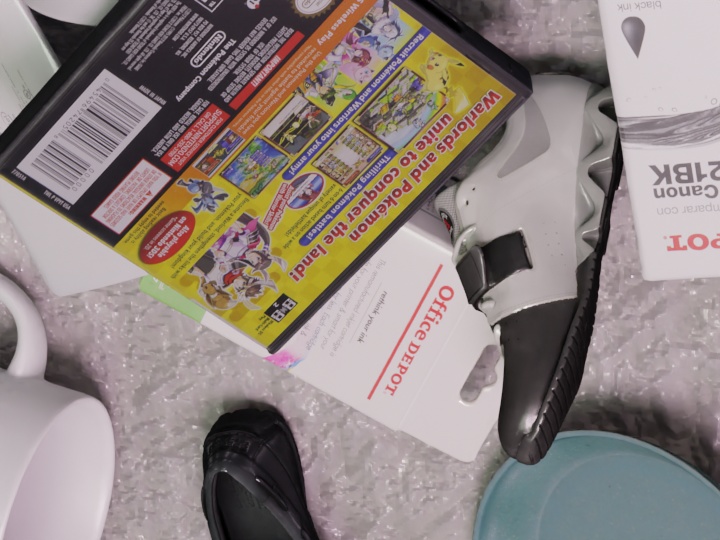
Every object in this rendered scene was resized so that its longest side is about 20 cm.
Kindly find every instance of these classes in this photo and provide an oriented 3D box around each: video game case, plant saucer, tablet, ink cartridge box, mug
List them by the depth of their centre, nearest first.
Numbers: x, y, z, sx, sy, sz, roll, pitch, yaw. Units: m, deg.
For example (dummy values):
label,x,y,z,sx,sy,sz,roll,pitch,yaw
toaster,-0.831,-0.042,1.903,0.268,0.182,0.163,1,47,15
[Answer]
label,x,y,z,sx,sy,sz,roll,pitch,yaw
ink cartridge box,0.194,-0.102,1.272,0.143,0.084,0.201,-3,118,18
video game case,-0.049,-0.072,1.291,0.180,0.026,0.200,34,116,-24
tablet,-0.180,-0.079,1.396,0.130,0.014,0.201,-12,110,55
ink cartridge box,0.000,0.000,1.397,0.199,0.067,0.118,29,122,0
plant saucer,0.151,0.172,1.439,0.199,0.036,0.201,18,121,32
mug,-0.240,0.093,1.493,0.174,0.148,0.202,15,92,17

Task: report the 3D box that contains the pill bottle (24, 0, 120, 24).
label,x,y,z,sx,sy,sz,roll,pitch,yaw
pill bottle,-0.121,-0.226,1.271,0.115,0.116,0.201,8,121,12

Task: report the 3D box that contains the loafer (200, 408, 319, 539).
label,x,y,z,sx,sy,sz,roll,pitch,yaw
loafer,-0.047,0.175,1.508,0.068,0.071,0.202,-7,116,21

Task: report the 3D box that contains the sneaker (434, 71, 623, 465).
label,x,y,z,sx,sy,sz,roll,pitch,yaw
sneaker,0.076,-0.003,1.315,0.088,0.201,0.074,9,159,8
